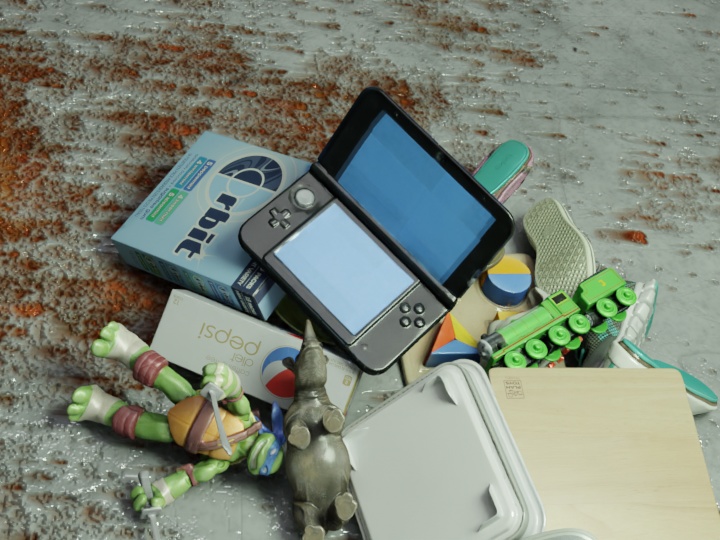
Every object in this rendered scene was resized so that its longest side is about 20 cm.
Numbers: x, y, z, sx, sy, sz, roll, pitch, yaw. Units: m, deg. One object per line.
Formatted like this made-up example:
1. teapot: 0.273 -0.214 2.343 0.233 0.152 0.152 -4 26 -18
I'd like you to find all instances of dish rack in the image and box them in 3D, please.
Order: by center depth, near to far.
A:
1. dish rack: 0.059 0.186 1.024 0.043 0.171 0.201 36 25 -49

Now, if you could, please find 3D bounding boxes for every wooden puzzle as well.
1. wooden puzzle: 0.125 0.045 1.248 0.183 0.047 0.201 0 48 -15

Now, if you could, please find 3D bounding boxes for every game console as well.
1. game console: 0.011 -0.037 1.076 0.200 0.119 0.170 44 65 11

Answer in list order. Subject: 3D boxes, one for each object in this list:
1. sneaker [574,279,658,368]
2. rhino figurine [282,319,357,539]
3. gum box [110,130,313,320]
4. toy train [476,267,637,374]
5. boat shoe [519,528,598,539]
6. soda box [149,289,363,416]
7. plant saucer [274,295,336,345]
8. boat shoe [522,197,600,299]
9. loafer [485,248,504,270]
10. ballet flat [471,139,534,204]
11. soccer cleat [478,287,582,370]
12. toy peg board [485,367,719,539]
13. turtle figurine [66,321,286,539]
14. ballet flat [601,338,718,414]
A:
1. sneaker: 0.256 0.074 1.253 0.091 0.078 0.200 16 40 22
2. rhino figurine: -0.041 0.144 1.035 0.059 0.087 0.202 -6 82 -6
3. gum box: -0.132 -0.053 1.195 0.199 0.045 0.170 19 58 32
4. toy train: 0.195 0.053 1.143 0.199 0.042 0.056 -25 62 -30
5. boat shoe: 0.113 0.281 0.933 0.075 0.201 0.065 56 13 -14
6. soda box: -0.098 0.085 1.117 0.198 0.064 0.069 22 90 4
7. plant saucer: 0.000 0.000 1.176 0.198 0.031 0.201 -3 53 5
8. boat shoe: 0.231 -0.010 1.294 0.062 0.074 0.201 48 18 -27
9. loafer: 0.076 -0.076 1.249 0.200 0.068 0.076 40 68 13
10. ballet flat: 0.129 -0.071 1.330 0.069 0.071 0.200 35 65 30
11. soccer cleat: 0.142 0.096 1.159 0.078 0.069 0.200 47 60 7
12. toy peg board: 0.212 0.202 1.071 0.198 0.098 0.201 2 57 -14
13. turtle figurine: -0.172 0.137 1.012 0.193 0.145 0.200 26 43 15
14. ballet flat: 0.301 0.124 1.193 0.199 0.069 0.070 25 31 -46
